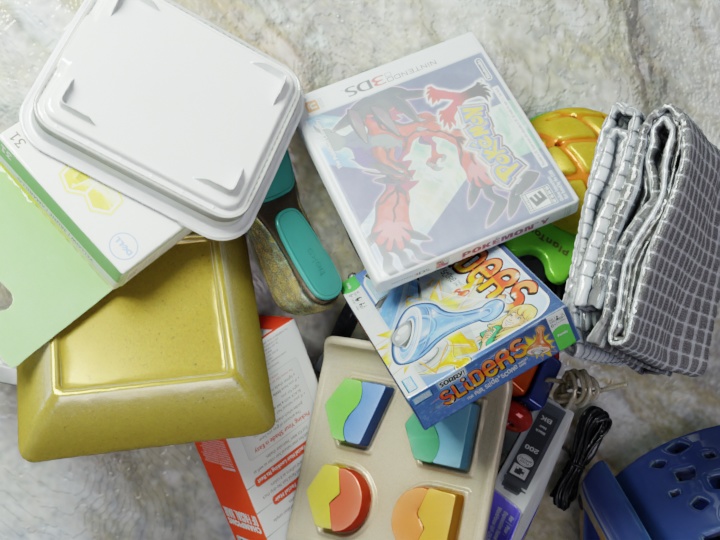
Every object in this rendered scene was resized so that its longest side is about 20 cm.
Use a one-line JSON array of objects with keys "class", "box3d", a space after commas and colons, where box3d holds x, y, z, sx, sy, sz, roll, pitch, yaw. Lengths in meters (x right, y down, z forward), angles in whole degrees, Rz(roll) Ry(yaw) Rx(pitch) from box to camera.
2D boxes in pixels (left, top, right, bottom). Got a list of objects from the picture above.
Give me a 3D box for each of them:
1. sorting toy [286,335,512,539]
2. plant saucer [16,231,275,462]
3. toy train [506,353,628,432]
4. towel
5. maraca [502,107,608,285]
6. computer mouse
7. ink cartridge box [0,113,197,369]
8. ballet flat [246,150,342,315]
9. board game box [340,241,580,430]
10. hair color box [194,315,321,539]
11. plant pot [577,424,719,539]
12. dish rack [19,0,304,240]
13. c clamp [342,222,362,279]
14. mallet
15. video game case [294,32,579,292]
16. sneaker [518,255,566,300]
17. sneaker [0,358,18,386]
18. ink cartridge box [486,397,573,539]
[{"class": "sorting toy", "box3d": [0.025, 0.163, 0.856, 0.036, 0.185, 0.201, 16, 82, -56]}, {"class": "plant saucer", "box3d": [-0.178, 0.042, 0.832, 0.199, 0.201, 0.049, -5, 149, -14]}, {"class": "toy train", "box3d": [0.116, 0.071, 0.867, 0.116, 0.200, 0.085, 41, 58, -19]}, {"class": "towel", "box3d": [0.237, -0.015, 0.824, 0.165, 0.085, 0.201, 20, 84, -55]}, {"class": "maraca", "box3d": [0.185, -0.069, 0.911, 0.137, 0.107, 0.200, 30, 52, 4]}, {"class": "computer mouse", "box3d": [0.158, 0.155, 1.018, 0.200, 0.044, 0.110, 29, 96, -19]}, {"class": "ink cartridge box", "box3d": [-0.235, -0.043, 0.798, 0.146, 0.048, 0.200, 48, 58, 0]}, {"class": "ballet flat", "box3d": [-0.082, -0.052, 0.889, 0.070, 0.071, 0.201, -25, 91, -7]}, {"class": "board game box", "box3d": [0.070, 0.031, 0.825, 0.135, 0.200, 0.035, -30, 118, -3]}, {"class": "hair color box", "box3d": [-0.083, 0.154, 0.923, 0.111, 0.064, 0.201, -33, 112, -37]}, {"class": "plant pot", "box3d": [0.320, 0.293, 1.010, 0.179, 0.200, 0.201, -9, 116, -5]}, {"class": "dish rack", "box3d": [-0.148, -0.136, 0.816, 0.199, 0.044, 0.172, 27, 66, -12]}, {"class": "c clamp", "box3d": [0.066, -0.039, 0.958, 0.199, 0.027, 0.171, -28, 104, -5]}, {"class": "mallet", "box3d": [0.000, 0.000, 0.923, 0.066, 0.041, 0.200, 31, 98, -17]}, {"class": "video game case", "box3d": [0.057, -0.098, 0.869, 0.182, 0.200, 0.023, -22, 153, -8]}, {"class": "sneaker", "box3d": [0.227, 0.021, 0.961, 0.199, 0.121, 0.084, -5, 105, -14]}, {"class": "sneaker", "box3d": [-0.241, 0.056, 0.880, 0.199, 0.073, 0.085, 7, 100, -28]}, {"class": "ink cartridge box", "box3d": [0.123, 0.244, 0.932, 0.043, 0.200, 0.199, 23, 125, 15]}]
